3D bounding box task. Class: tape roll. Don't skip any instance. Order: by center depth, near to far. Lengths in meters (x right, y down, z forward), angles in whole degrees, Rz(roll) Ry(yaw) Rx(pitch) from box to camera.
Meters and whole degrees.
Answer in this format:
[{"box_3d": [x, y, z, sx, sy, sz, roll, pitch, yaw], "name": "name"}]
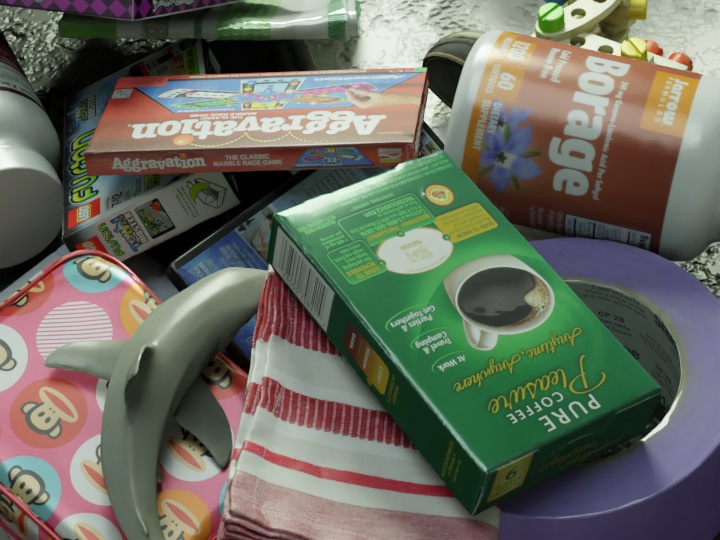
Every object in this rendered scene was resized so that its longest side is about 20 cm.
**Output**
[{"box_3d": [0.117, 0.081, 1.137, 0.199, 0.085, 0.200, -5, 48, 5], "name": "tape roll"}]

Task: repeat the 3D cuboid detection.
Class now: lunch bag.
[{"box_3d": [-0.151, 0.103, 1.140, 0.200, 0.082, 0.176, 42, 66, 16], "name": "lunch bag"}]

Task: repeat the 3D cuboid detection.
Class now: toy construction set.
[{"box_3d": [0.195, -0.145, 1.329, 0.200, 0.092, 0.131, 12, 51, 34], "name": "toy construction set"}]

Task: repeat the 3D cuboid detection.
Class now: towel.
[{"box_3d": [0.009, 0.073, 1.068, 0.144, 0.023, 0.200, 11, 49, -4], "name": "towel"}, {"box_3d": [-0.099, -0.184, 1.390, 0.199, 0.031, 0.149, 1, 14, 1], "name": "towel"}]

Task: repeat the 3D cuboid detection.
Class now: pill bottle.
[{"box_3d": [0.156, -0.069, 1.187, 0.200, 0.112, 0.112, 13, 52, 11], "name": "pill bottle"}, {"box_3d": [-0.269, -0.095, 1.349, 0.113, 0.113, 0.200, -24, 49, -11], "name": "pill bottle"}]

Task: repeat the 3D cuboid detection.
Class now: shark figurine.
[{"box_3d": [-0.108, 0.087, 1.066, 0.128, 0.090, 0.215, 1, 64, -5], "name": "shark figurine"}]

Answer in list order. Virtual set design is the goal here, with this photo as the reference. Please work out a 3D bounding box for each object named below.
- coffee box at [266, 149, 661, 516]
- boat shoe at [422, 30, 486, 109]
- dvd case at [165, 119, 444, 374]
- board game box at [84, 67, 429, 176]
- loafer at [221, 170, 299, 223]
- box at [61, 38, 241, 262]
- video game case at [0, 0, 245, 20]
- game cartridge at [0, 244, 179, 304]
[{"box_3d": [0.051, 0.029, 1.074, 0.123, 0.044, 0.200, -23, 56, -30], "name": "coffee box"}, {"box_3d": [0.103, -0.089, 1.300, 0.073, 0.075, 0.200, -37, 51, -21], "name": "boat shoe"}, {"box_3d": [0.000, 0.000, 1.218, 0.200, 0.018, 0.143, -37, 84, -27], "name": "dvd case"}, {"box_3d": [-0.061, -0.092, 1.231, 0.199, 0.019, 0.103, -1, 32, 8], "name": "board game box"}, {"box_3d": [-0.059, -0.052, 1.298, 0.068, 0.070, 0.201, -15, 47, -1], "name": "loafer"}, {"box_3d": [-0.139, -0.080, 1.310, 0.110, 0.035, 0.200, -26, 31, 7], "name": "box"}, {"box_3d": [-0.167, -0.203, 1.359, 0.200, 0.036, 0.181, 11, 19, 34], "name": "video game case"}, {"box_3d": [-0.190, 0.062, 1.247, 0.133, 0.041, 0.200, 35, 62, 29], "name": "game cartridge"}]
